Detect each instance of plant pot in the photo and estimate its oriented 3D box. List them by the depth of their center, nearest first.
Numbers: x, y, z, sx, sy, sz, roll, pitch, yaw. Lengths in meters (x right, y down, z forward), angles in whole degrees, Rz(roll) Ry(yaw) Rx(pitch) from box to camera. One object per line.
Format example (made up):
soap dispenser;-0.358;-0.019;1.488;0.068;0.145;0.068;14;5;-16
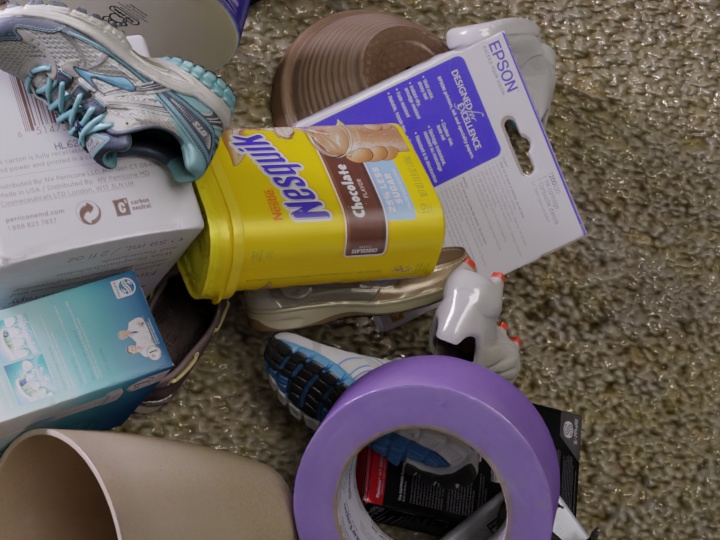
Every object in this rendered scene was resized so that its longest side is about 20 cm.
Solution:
plant pot;-0.151;0.203;1.451;0.199;0.187;0.189;-4;70;-43
plant pot;0.029;-0.155;1.717;0.199;0.093;0.203;10;64;-22

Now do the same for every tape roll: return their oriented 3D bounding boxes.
tape roll;0.053;0.172;1.485;0.200;0.200;0.085;43;16;-2

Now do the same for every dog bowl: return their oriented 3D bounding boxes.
dog bowl;-0.188;-0.240;1.588;0.199;0.200;0.079;18;64;-17

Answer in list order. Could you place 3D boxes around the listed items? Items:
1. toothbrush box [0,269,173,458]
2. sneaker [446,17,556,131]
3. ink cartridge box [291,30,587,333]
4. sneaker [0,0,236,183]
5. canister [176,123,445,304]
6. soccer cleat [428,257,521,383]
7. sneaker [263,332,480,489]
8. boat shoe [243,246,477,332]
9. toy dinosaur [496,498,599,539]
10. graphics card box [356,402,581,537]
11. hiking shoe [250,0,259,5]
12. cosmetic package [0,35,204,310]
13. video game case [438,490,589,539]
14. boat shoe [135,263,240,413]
toothbrush box;-0.261;0.088;1.450;0.199;0.146;0.086;-19;77;-29
sneaker;0.137;-0.170;1.738;0.200;0.075;0.089;15;69;-64
ink cartridge box;0.068;-0.077;1.648;0.199;0.043;0.199;-24;103;-4
sneaker;-0.187;-0.125;1.380;0.199;0.078;0.087;20;65;-17
canister;-0.048;-0.052;1.520;0.198;0.087;0.149;-4;45;-24
soccer cleat;0.088;0.062;1.581;0.069;0.200;0.078;23;70;18
sneaker;0.016;0.098;1.572;0.199;0.075;0.087;29;49;1
boat shoe;0.000;0.000;1.589;0.198;0.072;0.066;-10;105;-11
toy dinosaur;0.141;0.234;1.551;0.087;0.047;0.202;15;82;10
graphics card box;0.090;0.164;1.636;0.198;0.051;0.127;14;64;-18
hiking shoe;-0.081;-0.276;1.737;0.198;0.076;0.102;12;73;-10
cosmetic package;-0.245;-0.056;1.485;0.166;0.200;0.168;-12;74;-28
video game case;0.120;0.293;1.574;0.199;0.023;0.182;-36;89;-13
boat shoe;-0.139;0.024;1.583;0.072;0.060;0.201;33;59;-8
